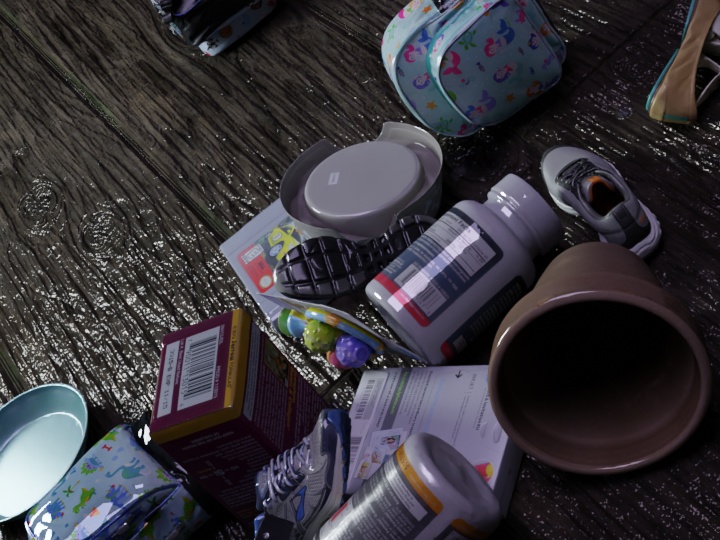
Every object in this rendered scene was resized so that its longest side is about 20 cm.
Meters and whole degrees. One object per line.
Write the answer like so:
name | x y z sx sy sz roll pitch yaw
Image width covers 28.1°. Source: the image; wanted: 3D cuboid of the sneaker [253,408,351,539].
sneaker | -0.060 0.209 1.386 0.085 0.201 0.077 11 38 -7

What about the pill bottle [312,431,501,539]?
pill bottle | 0.025 0.254 1.323 0.200 0.116 0.117 -47 37 13

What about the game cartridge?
game cartridge | -0.086 -0.017 1.758 0.133 0.041 0.200 -36 39 -4

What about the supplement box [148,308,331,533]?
supplement box | -0.117 0.157 1.479 0.103 0.200 0.132 -20 42 21

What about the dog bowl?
dog bowl | 0.006 -0.093 1.711 0.199 0.059 0.201 -12 39 9

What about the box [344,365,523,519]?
box | 0.071 0.170 1.451 0.199 0.041 0.157 -6 50 35

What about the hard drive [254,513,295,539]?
hard drive | -0.109 0.346 1.347 0.038 0.140 0.201 17 55 4

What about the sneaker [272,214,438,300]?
sneaker | 0.000 0.000 1.596 0.199 0.079 0.076 -13 67 -12

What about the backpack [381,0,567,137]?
backpack | 0.131 -0.259 1.718 0.199 0.178 0.151 -33 34 12

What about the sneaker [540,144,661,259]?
sneaker | 0.250 -0.088 1.537 0.074 0.079 0.200 -38 38 2

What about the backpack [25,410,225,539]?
backpack | -0.261 0.263 1.551 0.200 0.154 0.163 -52 46 3

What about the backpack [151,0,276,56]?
backpack | -0.231 -0.434 2.183 0.199 0.154 0.191 -35 47 -7

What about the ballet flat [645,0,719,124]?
ballet flat | 0.380 -0.241 1.614 0.063 0.069 0.201 20 65 15

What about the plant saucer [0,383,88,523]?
plant saucer | -0.405 0.230 1.758 0.199 0.036 0.201 -21 41 20

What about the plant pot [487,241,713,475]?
plant pot | 0.223 0.060 1.347 0.199 0.201 0.175 -20 26 21

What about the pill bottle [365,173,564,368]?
pill bottle | 0.115 -0.003 1.524 0.200 0.120 0.120 -41 39 -6

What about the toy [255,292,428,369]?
toy | -0.030 0.074 1.541 0.200 0.115 0.047 17 78 58
